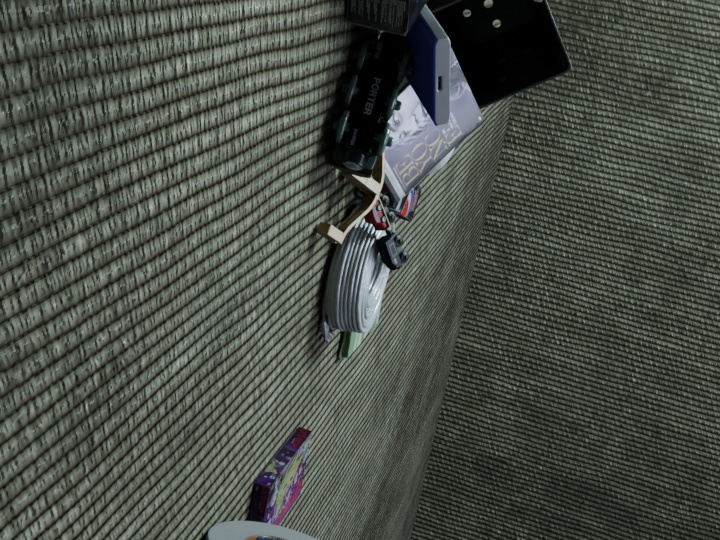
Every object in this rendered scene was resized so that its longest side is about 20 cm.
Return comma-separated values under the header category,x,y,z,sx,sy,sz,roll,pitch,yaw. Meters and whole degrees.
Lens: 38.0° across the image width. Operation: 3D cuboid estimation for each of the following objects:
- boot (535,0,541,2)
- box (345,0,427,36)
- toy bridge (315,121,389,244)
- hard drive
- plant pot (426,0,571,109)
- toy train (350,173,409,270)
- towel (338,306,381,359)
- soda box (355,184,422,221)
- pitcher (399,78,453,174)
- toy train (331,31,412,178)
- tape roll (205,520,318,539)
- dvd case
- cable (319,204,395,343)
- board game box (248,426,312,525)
category,x,y,z,sx,sy,sz,roll,pitch,yaw
boot,0.182,-0.445,1.299,0.073,0.154,0.201,-41,144,-71
box,0.050,-0.427,1.306,0.164,0.086,0.201,-63,164,-44
toy bridge,0.002,-0.129,1.494,0.067,0.027,0.201,33,73,-41
hard drive,0.076,-0.308,1.427,0.201,0.025,0.132,-114,-166,-44
plant pot,0.228,-0.427,1.808,0.178,0.199,0.200,-90,154,-54
toy train,0.023,-0.088,1.559,0.046,0.034,0.201,-38,119,-34
towel,0.008,0.060,1.896,0.200,0.023,0.154,-46,148,-65
soda box,0.050,-0.129,1.722,0.200,0.070,0.064,18,91,-78
pitcher,0.074,-0.233,1.643,0.172,0.121,0.201,-47,146,-24
toy train,0.012,-0.222,1.424,0.114,0.085,0.201,114,-8,-76
tape roll,-0.107,0.388,1.330,0.200,0.199,0.067,5,102,-78
dvd case,0.092,-0.219,1.584,0.200,0.016,0.149,-44,132,-11
cable,0.000,0.000,1.657,0.201,0.069,0.200,94,16,-44
board game box,-0.125,0.336,1.609,0.200,0.032,0.121,-46,153,-67
